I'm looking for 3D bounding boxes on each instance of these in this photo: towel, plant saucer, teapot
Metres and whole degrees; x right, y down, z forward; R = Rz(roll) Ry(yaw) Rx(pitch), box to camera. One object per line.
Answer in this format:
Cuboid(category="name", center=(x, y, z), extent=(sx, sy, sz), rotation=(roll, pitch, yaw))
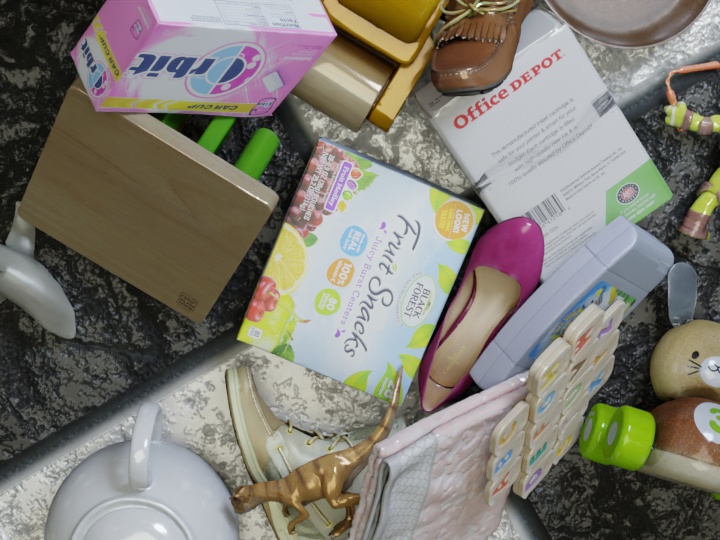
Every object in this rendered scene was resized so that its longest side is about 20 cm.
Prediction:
Cuboid(category="towel", center=(0.073, 0.196, 1.518), extent=(0.190, 0.032, 0.201), rotation=(-22, 141, -34))
Cuboid(category="plant saucer", center=(0.233, -0.297, 1.529), extent=(0.199, 0.032, 0.201), rotation=(0, 89, -17))
Cuboid(category="teapot", center=(-0.203, 0.252, 1.559), extent=(0.197, 0.146, 0.200), rotation=(-38, 95, 4))

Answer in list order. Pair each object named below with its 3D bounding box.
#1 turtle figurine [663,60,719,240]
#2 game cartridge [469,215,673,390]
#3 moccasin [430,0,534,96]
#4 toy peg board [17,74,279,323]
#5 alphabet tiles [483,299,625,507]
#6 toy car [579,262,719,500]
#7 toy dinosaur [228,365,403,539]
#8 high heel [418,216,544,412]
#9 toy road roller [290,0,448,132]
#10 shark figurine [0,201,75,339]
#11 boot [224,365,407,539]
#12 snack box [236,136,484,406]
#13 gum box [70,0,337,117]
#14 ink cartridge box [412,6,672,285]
Cuboid(category="turtle figurine", center=(0.364, -0.099, 1.562), extent=(0.199, 0.064, 0.162), rotation=(15, 97, -3))
Cuboid(category="game cartridge", center=(0.192, 0.040, 1.538), extent=(0.200, 0.133, 0.041), rotation=(-47, 60, 12))
Cuboid(category="moccasin", center=(0.104, -0.213, 1.433), extent=(0.073, 0.202, 0.078), rotation=(4, 129, 25))
Cuboid(category="toy peg board", center=(-0.178, -0.084, 1.525), extent=(0.199, 0.098, 0.199), rotation=(31, 140, -4))
Cuboid(category="alphabet tiles", center=(0.178, 0.120, 1.527), extent=(0.015, 0.200, 0.196), rotation=(33, 57, 24))
Cuboid(category="toy car", center=(0.315, 0.100, 1.554), extent=(0.164, 0.158, 0.201), rotation=(17, 85, -7))
Cuboid(category="toy dinosaur", center=(-0.022, 0.185, 1.528), extent=(0.199, 0.060, 0.107), rotation=(-29, 101, 1))
Cuboid(category="high heel", center=(0.108, 0.043, 1.514), extent=(0.067, 0.096, 0.200), rotation=(24, 133, 3))
Cuboid(category="toy road roller", center=(0.014, -0.226, 1.498), extent=(0.123, 0.146, 0.201), rotation=(30, 96, -1))
Cuboid(category="shark figurine", center=(-0.372, 0.004, 1.555), extent=(0.213, 0.090, 0.129), rotation=(-1, 95, -3))
Cuboid(category="boot", center=(-0.032, 0.160, 1.587), extent=(0.154, 0.072, 0.201), rotation=(-21, 102, 2))
Cuboid(category="snack box", center=(0.000, 0.000, 1.569), extent=(0.168, 0.068, 0.201), rotation=(23, 97, -3))
Cuboid(category="gum box", center=(-0.126, -0.191, 1.432), extent=(0.114, 0.199, 0.066), rotation=(-46, 59, 39))
Cuboid(category="ink cartridge box", center=(0.163, -0.112, 1.524), extent=(0.145, 0.084, 0.200), rotation=(-35, 113, 4))
